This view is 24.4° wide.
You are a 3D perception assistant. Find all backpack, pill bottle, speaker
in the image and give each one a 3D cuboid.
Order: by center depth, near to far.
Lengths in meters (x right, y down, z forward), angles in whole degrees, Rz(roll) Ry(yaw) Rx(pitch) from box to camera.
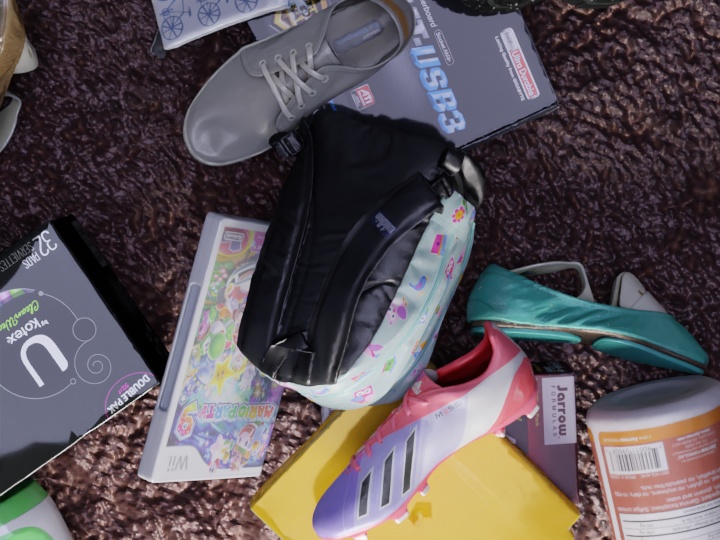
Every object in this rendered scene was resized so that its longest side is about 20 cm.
[{"bbox_3d":[0.000,0.000,1.206,0.166,0.126,0.202,17,84,39],"label":"backpack"},{"bbox_3d":[0.248,0.192,1.297,0.111,0.112,0.202,-13,96,0],"label":"pill bottle"},{"bbox_3d":[-0.243,0.269,1.304,0.088,0.088,0.201,-25,96,1],"label":"speaker"}]

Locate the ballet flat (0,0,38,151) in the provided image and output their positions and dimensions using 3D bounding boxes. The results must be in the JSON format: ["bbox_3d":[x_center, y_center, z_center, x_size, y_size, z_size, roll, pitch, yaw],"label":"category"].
[{"bbox_3d":[-0.283,-0.138,1.258,0.068,0.072,0.201,36,117,32],"label":"ballet flat"}]

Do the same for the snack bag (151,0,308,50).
[{"bbox_3d":[-0.075,-0.277,1.246,0.198,0.021,0.190,-16,73,7],"label":"snack bag"}]

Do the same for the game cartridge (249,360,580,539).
[{"bbox_3d":[0.045,0.184,1.272,0.176,0.032,0.200,-45,97,3],"label":"game cartridge"}]

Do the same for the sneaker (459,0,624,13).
[{"bbox_3d":[0.133,-0.246,1.249,0.199,0.076,0.092,-5,76,-36],"label":"sneaker"}]

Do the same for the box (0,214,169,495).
[{"bbox_3d":[-0.266,0.074,1.265,0.199,0.124,0.149,-35,94,1],"label":"box"}]

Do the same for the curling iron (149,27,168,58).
[{"bbox_3d":[-0.106,-0.251,1.286,0.049,0.026,0.201,34,94,2],"label":"curling iron"}]

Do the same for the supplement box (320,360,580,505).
[{"bbox_3d":[0.069,0.133,1.312,0.198,0.061,0.110,-4,96,-2],"label":"supplement box"}]

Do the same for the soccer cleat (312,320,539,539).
[{"bbox_3d":[0.039,0.118,1.212,0.199,0.067,0.077,-35,114,-3],"label":"soccer cleat"}]

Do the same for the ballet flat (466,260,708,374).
[{"bbox_3d":[0.183,0.031,1.305,0.198,0.067,0.071,11,81,-5],"label":"ballet flat"}]

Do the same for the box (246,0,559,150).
[{"bbox_3d":[0.026,-0.177,1.288,0.197,0.050,0.202,-23,96,2],"label":"box"}]

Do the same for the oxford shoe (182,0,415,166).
[{"bbox_3d":[-0.048,-0.146,1.238,0.199,0.058,0.076,-31,98,4],"label":"oxford shoe"}]

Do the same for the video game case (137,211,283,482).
[{"bbox_3d":[-0.095,0.061,1.267,0.018,0.143,0.202,19,96,30],"label":"video game case"}]
